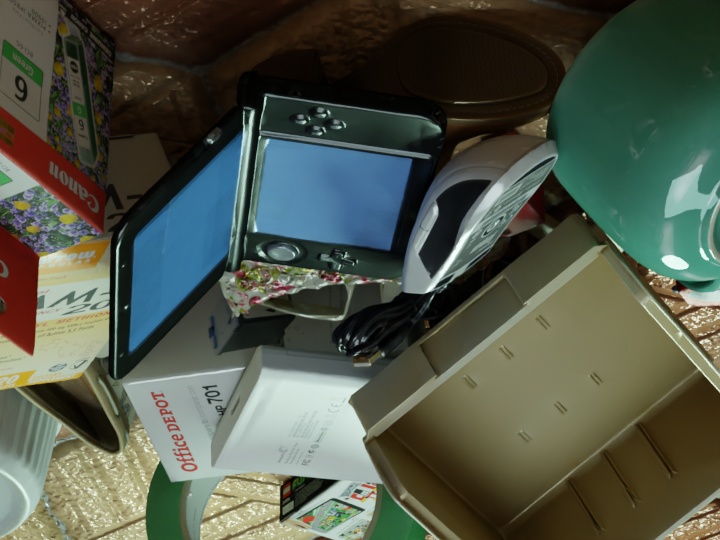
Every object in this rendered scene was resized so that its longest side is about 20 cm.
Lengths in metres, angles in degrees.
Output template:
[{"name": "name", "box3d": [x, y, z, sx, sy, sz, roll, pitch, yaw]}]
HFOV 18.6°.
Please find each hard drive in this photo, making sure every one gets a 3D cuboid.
[{"name": "hard drive", "box3d": [0.011, 0.102, 1.480, 0.199, 0.026, 0.132, 6, 144, -17]}]

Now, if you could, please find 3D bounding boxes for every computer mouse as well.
[{"name": "computer mouse", "box3d": [0.051, -0.023, 1.287, 0.109, 0.044, 0.200, -31, 163, -42]}]

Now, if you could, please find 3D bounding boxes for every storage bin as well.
[{"name": "storage bin", "box3d": [0.127, 0.096, 1.393, 0.200, 0.094, 0.199, -39, 130, 8]}]

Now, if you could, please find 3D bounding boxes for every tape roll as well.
[{"name": "tape roll", "box3d": [-0.053, 0.174, 1.579, 0.199, 0.202, 0.048, -7, 147, 8]}]

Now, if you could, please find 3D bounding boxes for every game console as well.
[{"name": "game console", "box3d": [-0.051, -0.013, 1.268, 0.175, 0.117, 0.200, 8, 153, -3]}]

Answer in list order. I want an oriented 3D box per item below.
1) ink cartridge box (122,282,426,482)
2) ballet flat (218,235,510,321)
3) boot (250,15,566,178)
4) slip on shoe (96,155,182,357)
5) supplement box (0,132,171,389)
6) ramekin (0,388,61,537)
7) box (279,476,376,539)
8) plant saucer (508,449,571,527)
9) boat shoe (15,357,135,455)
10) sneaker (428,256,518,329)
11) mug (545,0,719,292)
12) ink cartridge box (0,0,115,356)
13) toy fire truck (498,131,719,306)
[{"name": "ink cartridge box", "box3d": [-0.054, 0.068, 1.524, 0.198, 0.086, 0.147, -9, 146, 6]}, {"name": "ballet flat", "box3d": [0.000, 0.000, 1.430, 0.198, 0.064, 0.076, -1, -169, 10]}, {"name": "boot", "box3d": [0.039, -0.077, 1.327, 0.199, 0.074, 0.155, 0, 148, 18]}, {"name": "slip on shoe", "box3d": [-0.135, -0.006, 1.430, 0.060, 0.076, 0.200, 0, 145, -31]}, {"name": "supplement box", "box3d": [-0.204, 0.002, 1.358, 0.125, 0.074, 0.200, -9, 155, -34]}, {"name": "ramekin", "box3d": [-0.316, 0.126, 1.595, 0.201, 0.095, 0.203, -1, 146, -1]}, {"name": "box", "box3d": [0.035, 0.157, 1.705, 0.110, 0.035, 0.200, 20, 141, -29]}, {"name": "plant saucer", "box3d": [0.146, 0.134, 1.587, 0.037, 0.200, 0.201, 41, 149, 17]}, {"name": "boat shoe", "box3d": [-0.217, 0.060, 1.525, 0.073, 0.063, 0.200, -20, 142, 27]}, {"name": "sneaker", "box3d": [0.089, 0.045, 1.522, 0.086, 0.081, 0.201, 13, 142, 7]}, {"name": "mug", "box3d": [0.206, -0.065, 1.255, 0.152, 0.114, 0.185, -49, 140, 10]}, {"name": "ink cartridge box", "box3d": [-0.189, -0.067, 1.212, 0.050, 0.201, 0.109, -18, 143, 25]}, {"name": "toy fire truck", "box3d": [0.174, -0.031, 1.416, 0.140, 0.049, 0.200, -17, 144, 22]}]
